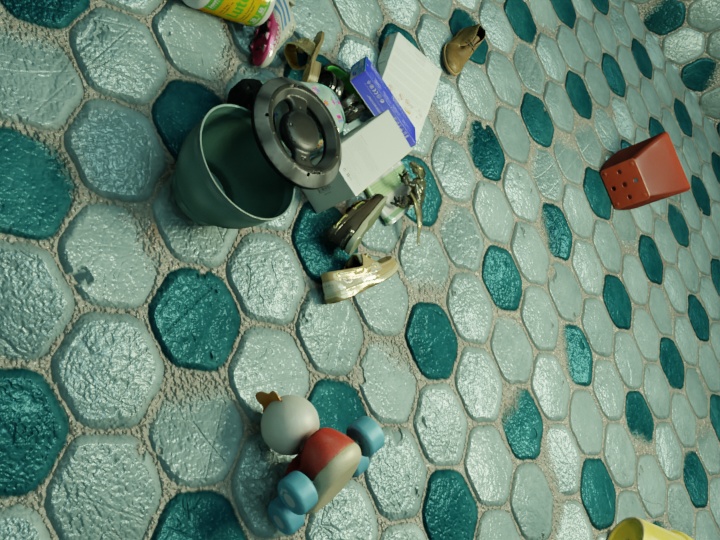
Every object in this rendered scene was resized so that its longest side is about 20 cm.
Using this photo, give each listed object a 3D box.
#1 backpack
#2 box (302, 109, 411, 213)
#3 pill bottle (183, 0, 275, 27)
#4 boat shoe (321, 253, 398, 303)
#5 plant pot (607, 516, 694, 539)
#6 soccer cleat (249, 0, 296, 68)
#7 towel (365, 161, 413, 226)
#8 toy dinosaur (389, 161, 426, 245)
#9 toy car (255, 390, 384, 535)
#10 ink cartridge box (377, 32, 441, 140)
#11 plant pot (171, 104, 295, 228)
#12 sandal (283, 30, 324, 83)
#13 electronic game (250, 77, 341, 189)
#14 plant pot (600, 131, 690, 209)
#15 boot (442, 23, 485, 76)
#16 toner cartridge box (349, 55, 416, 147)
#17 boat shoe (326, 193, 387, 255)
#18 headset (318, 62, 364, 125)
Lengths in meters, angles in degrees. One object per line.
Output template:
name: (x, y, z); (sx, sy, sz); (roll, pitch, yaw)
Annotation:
backpack: (-0.130, -0.273, 1.442); (0.199, 0.126, 0.168); (-6, 81, -40)
box: (-0.015, -0.213, 1.530); (0.200, 0.124, 0.098); (-43, 106, -39)
pill bottle: (-0.261, -0.523, 1.427); (0.199, 0.111, 0.112); (3, 71, -45)
boat shoe: (0.000, 0.000, 1.509); (0.200, 0.073, 0.070); (-28, 100, -48)
plant pot: (0.699, 0.697, 1.877); (0.188, 0.201, 0.201); (35, 49, -10)
soccer cleat: (-0.162, -0.473, 1.539); (0.086, 0.070, 0.201); (23, 57, -36)
towel: (0.051, -0.210, 1.683); (0.149, 0.031, 0.201); (-41, 104, -48)
toy dinosaur: (0.109, -0.160, 1.673); (0.088, 0.047, 0.201); (25, 60, -42)
toy car: (-0.101, 0.276, 1.261); (0.184, 0.177, 0.200); (-33, 70, -35)
ink cartridge box: (0.099, -0.425, 1.830); (0.162, 0.050, 0.201); (32, 71, -34)
plant pot: (-0.224, -0.151, 1.286); (0.200, 0.134, 0.201); (30, 47, -40)
sandal: (-0.118, -0.428, 1.551); (0.069, 0.078, 0.212); (19, 40, -18)
electronic game: (-0.106, -0.234, 1.338); (0.199, 0.041, 0.201); (20, 61, -41)
plant pot: (0.881, -0.296, 2.483); (0.176, 0.200, 0.201); (-24, 92, -35)
boot: (0.270, -0.582, 2.036); (0.074, 0.075, 0.200); (48, 47, -24)
toner cartridge box: (0.051, -0.359, 1.700); (0.200, 0.043, 0.095); (52, 20, -26)
boat shoe: (-0.003, -0.106, 1.553); (0.060, 0.072, 0.201); (30, 37, 5)
headset: (-0.037, -0.356, 1.605); (0.123, 0.094, 0.201); (42, 36, -25)
